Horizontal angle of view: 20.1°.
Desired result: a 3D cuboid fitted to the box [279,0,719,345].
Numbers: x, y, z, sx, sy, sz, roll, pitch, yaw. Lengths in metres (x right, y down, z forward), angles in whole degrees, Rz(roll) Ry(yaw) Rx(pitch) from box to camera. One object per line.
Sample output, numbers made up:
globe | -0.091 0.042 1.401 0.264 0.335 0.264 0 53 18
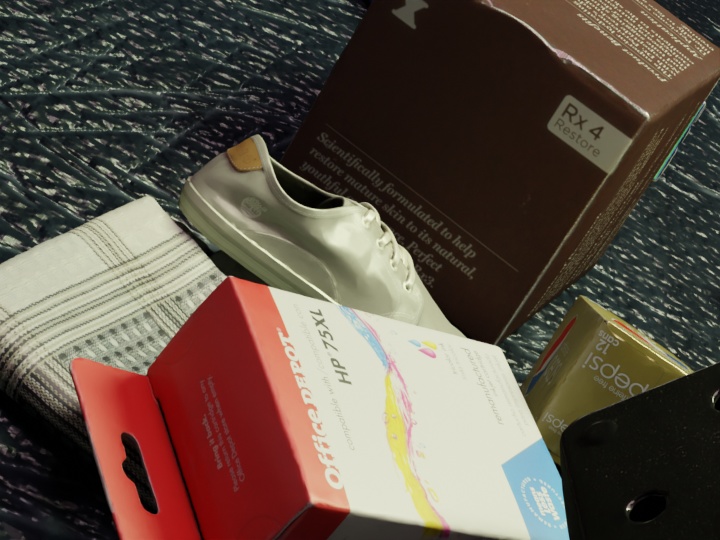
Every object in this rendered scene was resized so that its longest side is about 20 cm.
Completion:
box | 0.086 -0.089 1.175 0.165 0.165 0.200 38 26 11

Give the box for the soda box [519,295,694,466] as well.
soda box | 0.119 0.061 0.985 0.064 0.068 0.200 33 4 2

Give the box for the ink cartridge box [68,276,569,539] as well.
ink cartridge box | -0.011 0.076 0.830 0.199 0.067 0.117 15 39 -40

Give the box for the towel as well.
towel | -0.068 0.047 0.911 0.192 0.035 0.200 39 26 13

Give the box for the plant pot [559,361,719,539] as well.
plant pot | 0.174 0.136 0.757 0.200 0.198 0.178 -96 162 -59

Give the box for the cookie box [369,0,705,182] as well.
cookie box | 0.123 -0.160 1.450 0.199 0.076 0.172 14 31 -34

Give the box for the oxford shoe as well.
oxford shoe | 0.000 0.000 1.019 0.199 0.058 0.075 36 8 -23
